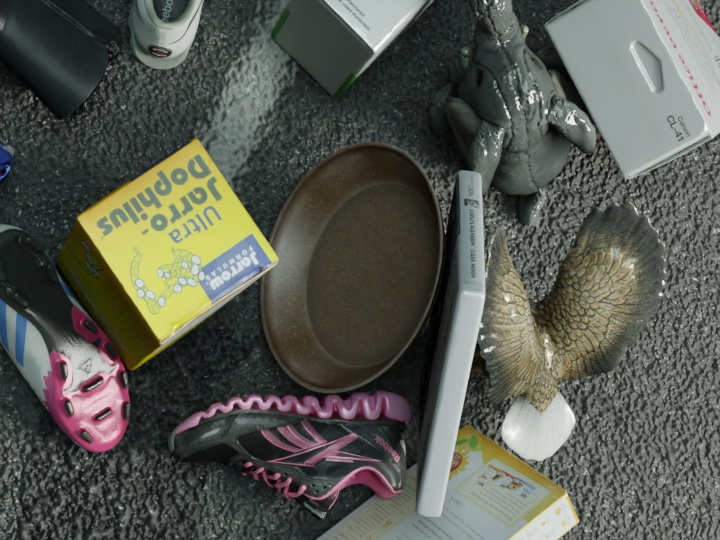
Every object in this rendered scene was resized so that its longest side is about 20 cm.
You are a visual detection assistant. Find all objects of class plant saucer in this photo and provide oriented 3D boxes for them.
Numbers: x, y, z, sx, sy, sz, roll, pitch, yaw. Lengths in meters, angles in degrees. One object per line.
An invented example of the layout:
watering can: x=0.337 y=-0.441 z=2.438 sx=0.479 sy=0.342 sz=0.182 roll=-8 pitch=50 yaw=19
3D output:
plant saucer: x=0.000 y=0.000 z=1.376 sx=0.036 sy=0.199 sz=0.202 roll=17 pitch=75 yaw=-44

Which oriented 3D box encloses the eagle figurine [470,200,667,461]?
eagle figurine: x=0.139 y=0.041 z=1.372 sx=0.150 sy=0.200 sz=0.153 roll=29 pitch=62 yaw=-4

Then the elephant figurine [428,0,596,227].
elephant figurine: x=0.119 y=-0.129 z=1.395 sx=0.154 sy=0.200 sz=0.142 roll=31 pitch=93 yaw=-2

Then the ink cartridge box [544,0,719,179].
ink cartridge box: x=0.243 y=-0.169 z=1.443 sx=0.085 sy=0.200 sz=0.148 roll=-29 pitch=89 yaw=26

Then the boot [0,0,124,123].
boot: x=-0.264 y=-0.228 z=1.387 sx=0.168 sy=0.076 sz=0.201 roll=38 pitch=37 yaw=-30

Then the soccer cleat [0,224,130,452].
soccer cleat: x=-0.245 y=0.049 z=1.357 sx=0.070 sy=0.086 sz=0.201 roll=-37 pitch=115 yaw=-29

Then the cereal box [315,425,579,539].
cereal box: x=0.052 y=0.215 z=1.363 sx=0.199 sy=0.144 sz=0.040 roll=-36 pitch=123 yaw=-15

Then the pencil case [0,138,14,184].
pencil case: x=-0.339 y=-0.142 z=1.352 sx=0.086 sy=0.078 sz=0.201 roll=-25 pitch=87 yaw=-26

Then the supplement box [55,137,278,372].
supplement box: x=-0.151 y=-0.007 z=1.315 sx=0.108 sy=0.200 sz=0.110 roll=-35 pitch=91 yaw=-17

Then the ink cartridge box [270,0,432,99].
ink cartridge box: x=0.031 y=-0.252 z=1.430 sx=0.084 sy=0.146 sz=0.200 roll=43 pitch=73 yaw=-3

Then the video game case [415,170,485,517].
video game case: x=0.068 y=0.053 z=1.328 sx=0.023 sy=0.182 sz=0.202 roll=7 pitch=121 yaw=-2

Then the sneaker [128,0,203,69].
sneaker: x=-0.147 y=-0.272 z=1.419 sx=0.073 sy=0.088 sz=0.202 roll=4 pitch=79 yaw=-12

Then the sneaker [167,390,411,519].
sneaker: x=-0.052 y=0.149 z=1.374 sx=0.198 sy=0.079 sz=0.096 roll=-2 pitch=74 yaw=-13
